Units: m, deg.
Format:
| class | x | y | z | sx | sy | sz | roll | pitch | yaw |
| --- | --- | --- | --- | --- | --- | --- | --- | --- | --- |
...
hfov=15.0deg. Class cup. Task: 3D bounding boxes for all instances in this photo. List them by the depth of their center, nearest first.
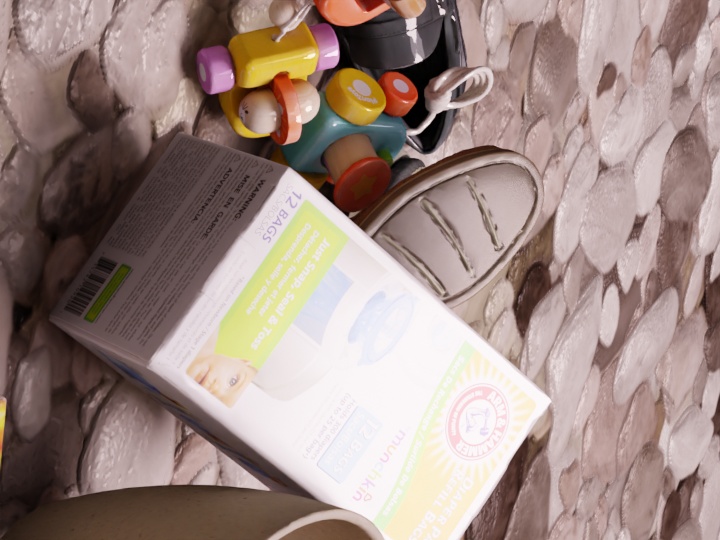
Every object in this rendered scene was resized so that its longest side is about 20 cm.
| class | x | y | z | sx | sy | sz | roll | pitch | yaw |
| --- | --- | --- | --- | --- | --- | --- | --- | --- | --- |
| cup | -0.097 | 0.177 | 1.233 | 0.200 | 0.143 | 0.201 | -35 | 136 | -44 |

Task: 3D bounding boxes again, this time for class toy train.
| class | x | y | z | sx | sy | sz | roll | pitch | yaw |
| --- | --- | --- | --- | --- | --- | --- | --- | --- | --- |
| toy train | 0.006 | -0.095 | 1.344 | 0.056 | 0.150 | 0.200 | 65 | 3 | 30 |

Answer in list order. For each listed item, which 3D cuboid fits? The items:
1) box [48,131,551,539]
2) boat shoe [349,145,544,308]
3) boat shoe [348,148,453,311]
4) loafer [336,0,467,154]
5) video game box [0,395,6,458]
| class | x | y | z | sx | sy | sz | roll | pitch | yaw |
| --- | --- | --- | --- | --- | --- | --- | --- | --- | --- |
| box | -0.025 | 0.042 | 1.271 | 0.200 | 0.101 | 0.113 | 42 | 78 | -33 |
| boat shoe | 0.000 | 0.000 | 1.380 | 0.200 | 0.068 | 0.072 | -37 | 115 | -10 |
| boat shoe | 0.027 | 0.021 | 1.499 | 0.072 | 0.068 | 0.200 | -43 | 145 | -44 |
| loafer | 0.020 | -0.137 | 1.418 | 0.201 | 0.068 | 0.070 | 68 | 15 | -54 |
| video game box | -0.221 | 0.150 | 1.096 | 0.200 | 0.047 | 0.182 | -18 | 119 | -61 |
